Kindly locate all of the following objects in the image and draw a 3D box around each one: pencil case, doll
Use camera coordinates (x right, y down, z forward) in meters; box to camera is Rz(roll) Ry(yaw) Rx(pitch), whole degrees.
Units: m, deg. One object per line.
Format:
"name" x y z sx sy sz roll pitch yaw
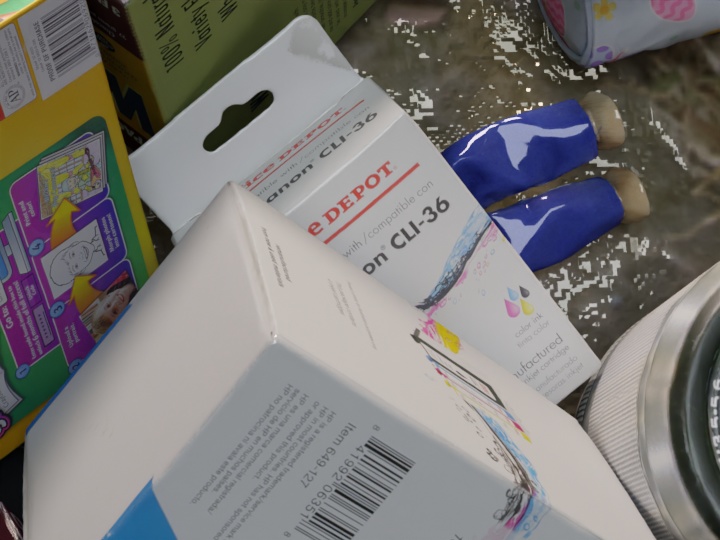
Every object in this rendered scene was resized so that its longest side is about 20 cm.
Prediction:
"pencil case" 0.185 -0.167 0.864 0.200 0.083 0.091 -17 93 -8
"doll" 0.039 -0.013 0.831 0.200 0.048 0.137 -21 102 -9

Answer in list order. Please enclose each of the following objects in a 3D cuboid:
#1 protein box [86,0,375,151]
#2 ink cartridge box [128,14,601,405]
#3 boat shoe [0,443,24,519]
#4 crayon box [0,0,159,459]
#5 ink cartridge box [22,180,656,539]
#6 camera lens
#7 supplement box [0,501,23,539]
"protein box" -0.071 -0.178 0.774 0.135 0.199 0.200 39 76 14
"ink cartridge box" 0.000 0.000 0.760 0.116 0.067 0.200 -40 115 1
"boat shoe" -0.199 0.116 0.737 0.199 0.066 0.075 -11 96 -34
"crayon box" -0.154 -0.022 0.702 0.058 0.200 0.119 32 57 34
"ink cartridge box" -0.009 0.096 0.678 0.200 0.145 0.147 35 104 -23
"camera lens" 0.181 0.077 0.749 0.160 0.200 0.160 1 77 -6
"supplement box" -0.202 0.188 0.715 0.200 0.109 0.061 -33 63 -5
